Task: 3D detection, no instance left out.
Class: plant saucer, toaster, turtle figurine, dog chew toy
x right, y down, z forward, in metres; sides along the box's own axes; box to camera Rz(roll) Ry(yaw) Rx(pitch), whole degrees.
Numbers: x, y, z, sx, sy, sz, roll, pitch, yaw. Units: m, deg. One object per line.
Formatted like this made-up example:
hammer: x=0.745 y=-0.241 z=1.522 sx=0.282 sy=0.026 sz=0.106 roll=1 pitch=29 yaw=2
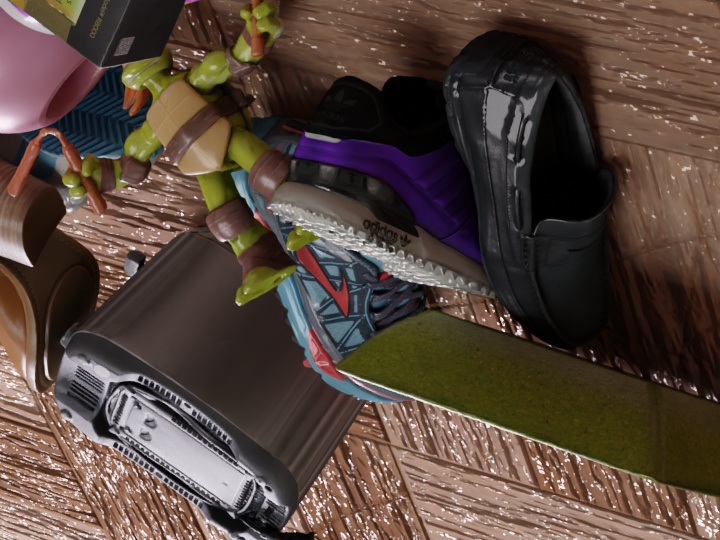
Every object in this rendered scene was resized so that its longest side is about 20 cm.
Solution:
plant saucer: x=0.117 y=0.071 z=1.590 sx=0.199 sy=0.048 sz=0.200 roll=18 pitch=180 yaw=29
toaster: x=-0.076 y=0.068 z=1.774 sx=0.200 sy=0.129 sz=0.114 roll=34 pitch=151 yaw=6
turtle figurine: x=-0.088 y=-0.063 z=1.597 sx=0.200 sy=0.064 sz=0.161 roll=-42 pitch=79 yaw=20
dog chew toy: x=-0.226 y=-0.168 z=1.620 sx=0.200 sy=0.125 sz=0.125 roll=41 pitch=150 yaw=7

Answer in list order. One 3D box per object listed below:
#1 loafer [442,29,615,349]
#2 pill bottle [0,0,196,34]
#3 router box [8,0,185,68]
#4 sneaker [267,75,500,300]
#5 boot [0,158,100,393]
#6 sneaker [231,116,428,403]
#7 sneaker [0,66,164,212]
loafer: x=0.097 y=-0.033 z=1.515 sx=0.070 sy=0.068 sz=0.201 roll=23 pitch=145 yaw=40
pill bottle: x=-0.103 y=-0.183 z=1.480 sx=0.200 sy=0.104 sz=0.104 roll=-8 pitch=128 yaw=50
router box: x=-0.127 y=-0.220 z=1.381 sx=0.157 sy=0.052 sz=0.200 roll=36 pitch=116 yaw=21
sneaker: x=0.036 y=-0.048 z=1.553 sx=0.069 sy=0.100 sz=0.200 roll=12 pitch=172 yaw=35
boot: x=-0.241 y=-0.018 z=1.769 sx=0.154 sy=0.074 sz=0.200 roll=22 pitch=145 yaw=20
sneaker: x=0.000 y=0.000 z=1.654 sx=0.095 sy=0.079 sz=0.200 roll=-3 pitch=132 yaw=45
sneaker: x=-0.170 y=-0.078 z=1.737 sx=0.200 sy=0.077 sz=0.081 roll=8 pitch=147 yaw=50
